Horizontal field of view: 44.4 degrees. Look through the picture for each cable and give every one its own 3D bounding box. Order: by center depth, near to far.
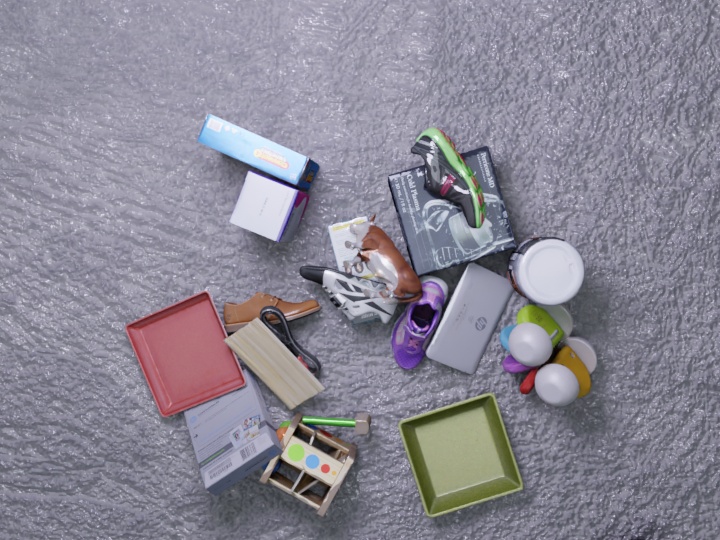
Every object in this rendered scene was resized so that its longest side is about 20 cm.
[{"bbox_3d":[-0.135,0.156,1.697,0.097,0.050,0.201,-6,127,8],"label":"cable"}]

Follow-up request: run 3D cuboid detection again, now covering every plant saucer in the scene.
[{"bbox_3d":[0.194,0.358,1.729,0.199,0.048,0.201,-18,91,3],"label":"plant saucer"},{"bbox_3d":[-0.340,0.163,1.739,0.199,0.037,0.201,-23,91,15],"label":"plant saucer"}]

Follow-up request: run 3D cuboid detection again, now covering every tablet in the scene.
[{"bbox_3d":[0.215,0.095,1.704,0.130,0.014,0.201,23,94,-32],"label":"tablet"}]

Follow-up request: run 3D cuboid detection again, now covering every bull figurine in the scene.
[{"bbox_3d":[0.033,-0.019,1.625,0.200,0.121,0.065,49,134,19],"label":"bull figurine"}]

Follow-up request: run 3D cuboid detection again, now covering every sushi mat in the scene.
[{"bbox_3d":[-0.165,0.181,1.693,0.096,0.012,0.200,-35,107,24],"label":"sushi mat"}]

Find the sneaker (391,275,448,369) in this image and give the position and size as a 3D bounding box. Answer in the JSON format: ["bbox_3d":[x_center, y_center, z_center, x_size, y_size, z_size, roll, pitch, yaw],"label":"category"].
[{"bbox_3d":[0.108,0.111,1.683,0.080,0.089,0.201,17,117,-2],"label":"sneaker"}]

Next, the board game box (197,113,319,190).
[{"bbox_3d":[-0.186,-0.219,1.653,0.199,0.196,0.056,24,93,2],"label":"board game box"}]

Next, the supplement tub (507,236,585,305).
[{"bbox_3d":[0.338,-0.001,1.633,0.122,0.200,0.123,0,91,4],"label":"supplement tub"}]

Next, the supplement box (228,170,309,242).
[{"bbox_3d":[-0.166,-0.116,1.654,0.103,0.200,0.102,22,92,3],"label":"supplement box"}]

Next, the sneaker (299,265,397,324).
[{"bbox_3d":[-0.027,0.047,1.665,0.199,0.074,0.089,18,90,2],"label":"sneaker"}]

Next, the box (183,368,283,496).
[{"bbox_3d":[-0.248,0.306,1.688,0.156,0.041,0.200,-34,46,3],"label":"box"}]

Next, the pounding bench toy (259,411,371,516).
[{"bbox_3d":[-0.088,0.335,1.703,0.155,0.124,0.201,29,93,2],"label":"pounding bench toy"}]

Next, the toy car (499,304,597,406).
[{"bbox_3d":[0.342,0.166,1.676,0.150,0.175,0.201,-33,91,40],"label":"toy car"}]

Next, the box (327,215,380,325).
[{"bbox_3d":[0.000,0.000,1.724,0.082,0.049,0.201,-14,91,3],"label":"box"}]

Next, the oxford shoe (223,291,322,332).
[{"bbox_3d":[-0.175,0.074,1.727,0.199,0.071,0.072,-8,86,4],"label":"oxford shoe"}]

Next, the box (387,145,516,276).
[{"bbox_3d":[0.171,-0.110,1.678,0.196,0.124,0.201,-17,91,1],"label":"box"}]

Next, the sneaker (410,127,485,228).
[{"bbox_3d":[0.160,-0.159,1.588,0.084,0.077,0.201,-32,86,20],"label":"sneaker"}]
